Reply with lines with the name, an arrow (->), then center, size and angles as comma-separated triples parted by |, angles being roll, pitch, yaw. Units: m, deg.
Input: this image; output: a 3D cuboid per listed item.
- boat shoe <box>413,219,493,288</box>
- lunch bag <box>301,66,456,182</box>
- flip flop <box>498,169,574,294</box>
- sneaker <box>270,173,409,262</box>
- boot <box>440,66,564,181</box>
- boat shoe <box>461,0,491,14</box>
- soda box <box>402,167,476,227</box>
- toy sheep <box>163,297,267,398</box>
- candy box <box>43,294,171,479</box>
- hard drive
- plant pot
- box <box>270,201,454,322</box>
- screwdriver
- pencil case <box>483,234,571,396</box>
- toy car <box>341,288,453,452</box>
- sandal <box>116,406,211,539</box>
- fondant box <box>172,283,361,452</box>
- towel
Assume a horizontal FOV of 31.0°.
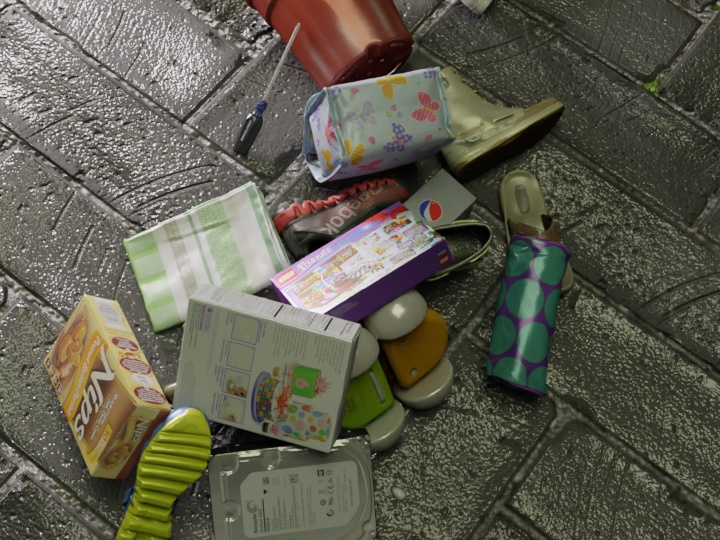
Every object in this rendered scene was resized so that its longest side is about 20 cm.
boat shoe -> 0.080, -0.018, 1.681 | 0.200, 0.060, 0.073 | -18, 77, -19
lunch bag -> 0.015, -0.193, 1.753 | 0.168, 0.200, 0.129 | -13, 84, -14
flip flop -> 0.240, -0.057, 1.785 | 0.080, 0.058, 0.202 | -7, 64, -9
sneaker -> -0.017, -0.064, 1.758 | 0.198, 0.071, 0.099 | -20, 66, -12
boot -> 0.179, -0.233, 1.863 | 0.199, 0.072, 0.155 | -29, 67, -18
boat shoe -> 0.221, -0.467, 1.993 | 0.070, 0.071, 0.200 | 46, 61, -12
soda box -> 0.066, -0.044, 1.758 | 0.068, 0.064, 0.200 | 41, 67, 12
toy sheep -> -0.155, 0.114, 1.625 | 0.198, 0.138, 0.139 | -22, 65, 11
candy box -> -0.309, 0.139, 1.570 | 0.055, 0.116, 0.201 | 15, 29, -42
hard drive -> -0.082, 0.271, 1.560 | 0.197, 0.038, 0.142 | -5, 101, -8
plant pot -> -0.034, -0.360, 1.849 | 0.199, 0.201, 0.196 | -28, 77, -18
box -> 0.000, 0.000, 1.609 | 0.199, 0.039, 0.137 | -31, 32, -9
screwdriver -> -0.125, -0.249, 1.800 | 0.028, 0.201, 0.029 | 14, 23, -43
pencil case -> 0.217, 0.058, 1.685 | 0.084, 0.092, 0.203 | 8, 81, 27
toy car -> 0.010, 0.112, 1.639 | 0.200, 0.176, 0.149 | -39, 37, -22
sandal -> -0.237, 0.243, 1.537 | 0.079, 0.201, 0.087 | 24, 17, -18
fondant box -> -0.110, 0.113, 1.518 | 0.198, 0.146, 0.058 | 15, 20, 8
towel -> -0.204, -0.020, 1.717 | 0.198, 0.031, 0.150 | -23, 66, -1
